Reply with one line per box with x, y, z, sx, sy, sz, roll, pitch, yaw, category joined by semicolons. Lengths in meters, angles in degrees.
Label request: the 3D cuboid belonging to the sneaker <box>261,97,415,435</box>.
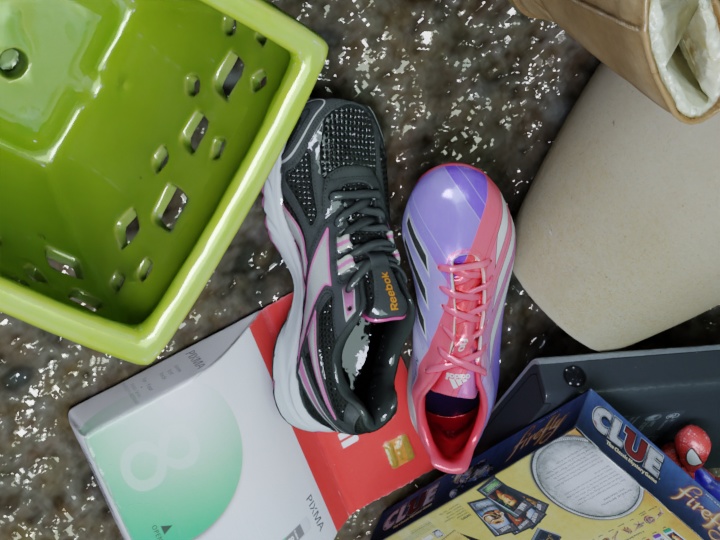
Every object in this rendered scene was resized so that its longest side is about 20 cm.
0.000;0.000;1.545;0.080;0.086;0.201;-11;104;-30;sneaker

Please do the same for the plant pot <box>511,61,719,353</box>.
0.185;-0.050;1.577;0.187;0.188;0.200;33;112;-29;plant pot

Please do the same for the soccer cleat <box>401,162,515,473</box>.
0.056;0.028;1.569;0.066;0.077;0.200;-1;131;-3;soccer cleat

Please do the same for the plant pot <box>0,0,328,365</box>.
-0.166;-0.097;1.398;0.199;0.181;0.200;26;99;-29;plant pot

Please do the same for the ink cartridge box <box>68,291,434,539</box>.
-0.054;0.108;1.605;0.200;0.050;0.161;-26;118;-8;ink cartridge box

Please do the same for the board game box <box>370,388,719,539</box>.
0.116;0.160;1.612;0.135;0.035;0.200;41;136;-15;board game box

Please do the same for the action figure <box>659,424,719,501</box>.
0.190;0.182;1.665;0.065;0.099;0.200;-29;148;-44;action figure

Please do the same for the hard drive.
0.177;0.088;1.653;0.199;0.033;0.140;-3;154;-21;hard drive

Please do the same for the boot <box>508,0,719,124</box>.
0.123;-0.186;1.468;0.066;0.200;0.175;-31;119;-8;boot
